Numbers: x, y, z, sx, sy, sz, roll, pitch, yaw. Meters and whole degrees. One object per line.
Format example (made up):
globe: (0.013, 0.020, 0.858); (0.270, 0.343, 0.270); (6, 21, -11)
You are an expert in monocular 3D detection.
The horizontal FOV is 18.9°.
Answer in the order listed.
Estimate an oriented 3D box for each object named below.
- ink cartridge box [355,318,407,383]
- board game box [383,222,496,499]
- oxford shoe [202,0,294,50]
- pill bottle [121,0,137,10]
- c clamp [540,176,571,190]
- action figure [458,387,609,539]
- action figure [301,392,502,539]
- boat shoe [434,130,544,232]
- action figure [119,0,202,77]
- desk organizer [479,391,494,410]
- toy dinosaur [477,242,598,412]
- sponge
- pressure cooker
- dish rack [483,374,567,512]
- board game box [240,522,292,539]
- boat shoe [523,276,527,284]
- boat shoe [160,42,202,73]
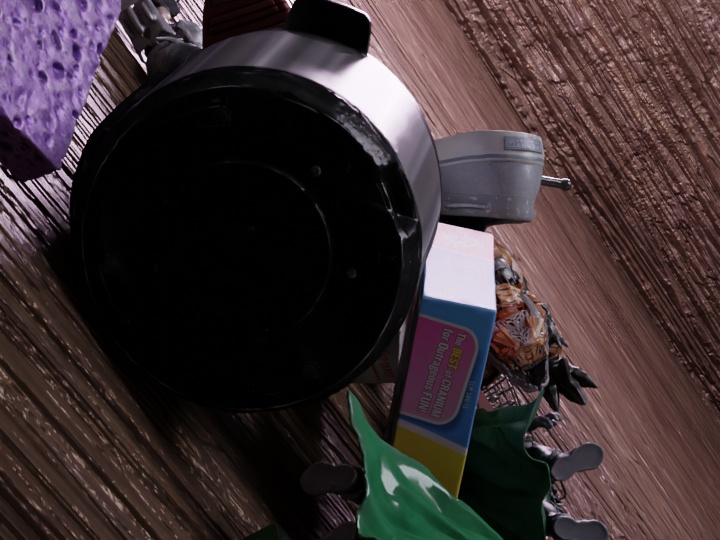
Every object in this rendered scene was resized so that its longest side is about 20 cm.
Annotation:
ink cartridge box: (0.000, 0.000, 1.353); (0.115, 0.067, 0.202); (69, 21, -70)
board game box: (0.035, 0.090, 1.193); (0.153, 0.040, 0.202); (-79, 180, -73)
oxford shoe: (-0.034, -0.086, 1.243); (0.075, 0.070, 0.201); (-59, 134, -59)
pill bottle: (-0.174, -0.241, 1.251); (0.113, 0.112, 0.201); (51, 15, -39)
c clamp: (0.033, -0.071, 1.602); (0.170, 0.027, 0.200); (14, -6, -25)
action figure: (0.086, 0.117, 1.221); (0.200, 0.054, 0.119); (-174, -98, -76)
action figure: (0.041, 0.158, 1.079); (0.200, 0.054, 0.119); (42, 38, -44)
boat shoe: (0.056, -0.045, 1.456); (0.200, 0.069, 0.072); (-15, -110, 63)
action figure: (-0.098, -0.143, 1.460); (0.131, 0.069, 0.200); (65, 14, 3)
desk organizer: (0.057, 0.134, 1.426); (0.077, 0.071, 0.200); (53, 12, -17)
toy dinosaur: (0.081, 0.026, 1.335); (0.200, 0.101, 0.137); (-83, 157, -60)
sponge: (-0.162, -0.154, 1.069); (0.112, 0.030, 0.201); (50, 41, -38)
pressure cooker: (-0.045, -0.031, 1.113); (0.180, 0.175, 0.200); (59, 14, -10)
dish rack: (0.096, 0.109, 1.717); (0.153, 0.054, 0.201); (40, 24, -56)
board game box: (0.010, 0.229, 1.067); (0.200, 0.029, 0.135); (50, 14, -41)
boat shoe: (0.033, -0.014, 1.638); (0.199, 0.076, 0.074); (31, 5, -24)
boat shoe: (-0.082, -0.073, 1.336); (0.068, 0.074, 0.200); (22, -17, 18)
